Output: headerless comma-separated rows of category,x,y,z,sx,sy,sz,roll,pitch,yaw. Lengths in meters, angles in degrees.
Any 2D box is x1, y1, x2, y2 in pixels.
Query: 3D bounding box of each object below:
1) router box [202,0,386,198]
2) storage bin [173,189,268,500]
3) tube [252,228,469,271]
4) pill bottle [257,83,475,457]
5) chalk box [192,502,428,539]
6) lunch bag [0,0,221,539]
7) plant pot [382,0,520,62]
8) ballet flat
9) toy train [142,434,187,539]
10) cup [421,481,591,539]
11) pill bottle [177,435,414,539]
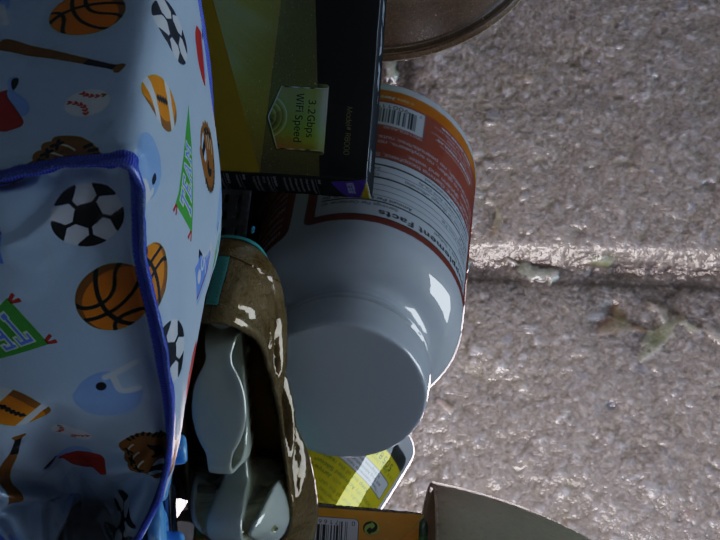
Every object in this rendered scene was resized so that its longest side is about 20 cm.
router box,-0.065,-0.140,1.178,0.052,0.156,0.201,74,20,-81
storage bin,-0.100,0.010,1.284,0.135,0.093,0.201,87,9,-65
tube,-0.035,0.001,1.469,0.077,0.199,0.051,83,12,-79
pill bottle,0.000,0.000,1.258,0.201,0.111,0.113,-81,174,-53
chalk box,-0.035,0.228,1.293,0.201,0.124,0.125,96,-1,-50
lunch bag,-0.110,-0.005,0.890,0.171,0.123,0.201,-83,168,-49
plant pot,0.005,-0.255,1.366,0.199,0.199,0.201,76,17,-59
ballet flat,-0.059,0.080,1.147,0.073,0.067,0.201,-77,168,-54
toy train,-0.123,0.112,1.147,0.114,0.086,0.201,-99,-173,-61
cup,0.097,0.219,1.292,0.200,0.142,0.202,-175,-90,-88
pill bottle,-0.059,0.168,1.575,0.201,0.111,0.111,-57,165,-22
